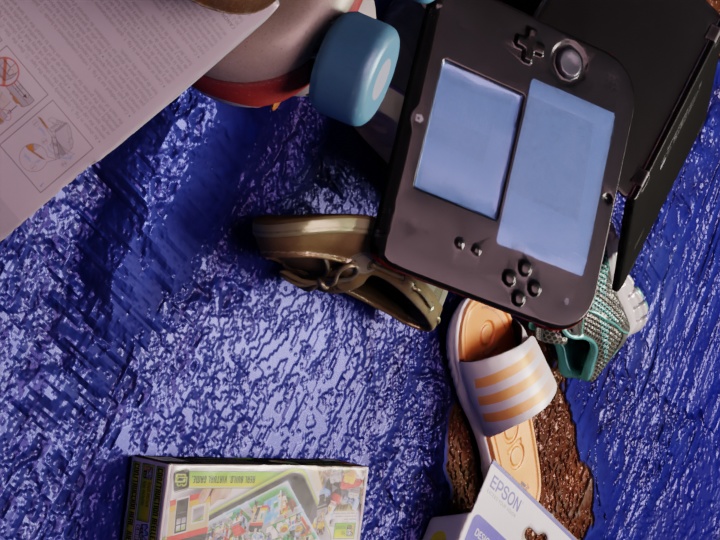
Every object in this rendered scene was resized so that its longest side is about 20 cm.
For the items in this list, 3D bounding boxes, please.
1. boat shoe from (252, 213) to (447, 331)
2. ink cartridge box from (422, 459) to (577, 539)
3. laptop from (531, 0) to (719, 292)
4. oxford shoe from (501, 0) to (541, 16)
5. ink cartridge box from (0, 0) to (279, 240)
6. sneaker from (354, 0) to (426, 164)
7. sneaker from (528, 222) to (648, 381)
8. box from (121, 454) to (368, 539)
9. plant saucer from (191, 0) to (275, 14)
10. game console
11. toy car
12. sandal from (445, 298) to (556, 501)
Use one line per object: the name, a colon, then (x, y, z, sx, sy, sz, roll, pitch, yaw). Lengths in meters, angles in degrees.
boat shoe: (-0.002, 0.000, 1.287, 0.200, 0.073, 0.064, 14, 79, -59)
ink cartridge box: (0.097, 0.275, 1.469, 0.198, 0.047, 0.201, 46, 58, -42)
laptop: (0.187, -0.127, 1.436, 0.188, 0.115, 0.201, -59, 163, -28)
oxford shoe: (0.157, -0.215, 1.455, 0.201, 0.072, 0.085, -57, 132, -30)
ink cartridge box: (-0.167, -0.139, 1.011, 0.200, 0.050, 0.162, -39, 106, 0)
sneaker: (0.080, -0.121, 1.363, 0.200, 0.080, 0.147, 45, 65, -38)
sneaker: (0.161, 0.012, 1.491, 0.092, 0.077, 0.200, -57, 133, -24)
box: (-0.074, 0.178, 1.246, 0.199, 0.035, 0.111, 7, 89, -52)
plant saucer: (-0.091, -0.228, 0.981, 0.200, 0.037, 0.201, 36, 38, -35)
game console: (0.100, -0.074, 1.284, 0.176, 0.031, 0.202, 22, 74, -31)
toy car: (-0.047, -0.151, 1.170, 0.178, 0.183, 0.200, -62, 167, -21)
sandal: (0.123, 0.105, 1.464, 0.079, 0.059, 0.208, -41, 125, -41)
